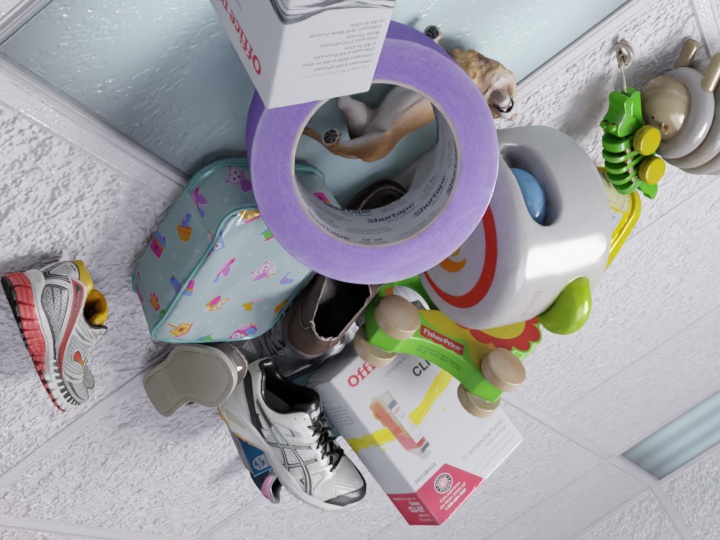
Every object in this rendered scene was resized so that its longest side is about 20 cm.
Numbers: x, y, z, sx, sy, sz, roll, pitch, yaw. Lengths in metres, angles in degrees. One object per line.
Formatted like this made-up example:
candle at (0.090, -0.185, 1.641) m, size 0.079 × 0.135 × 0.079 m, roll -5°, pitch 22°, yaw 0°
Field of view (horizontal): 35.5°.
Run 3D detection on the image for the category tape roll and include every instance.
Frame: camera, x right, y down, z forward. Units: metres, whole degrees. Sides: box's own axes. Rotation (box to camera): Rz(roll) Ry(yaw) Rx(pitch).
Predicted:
tape roll at (0.007, -0.097, 0.913) m, size 0.197 × 0.085 × 0.202 m, roll -4°, pitch 113°, yaw -8°

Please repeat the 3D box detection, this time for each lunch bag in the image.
lunch bag at (-0.114, -0.015, 1.055) m, size 0.159 × 0.077 × 0.200 m, roll -3°, pitch 143°, yaw -43°

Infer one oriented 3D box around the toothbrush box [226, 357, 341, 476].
toothbrush box at (-0.058, 0.159, 1.333) m, size 0.198 × 0.086 × 0.146 m, roll -25°, pitch 179°, yaw -12°

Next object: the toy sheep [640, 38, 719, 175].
toy sheep at (0.381, -0.168, 1.219) m, size 0.198 × 0.139 × 0.138 m, roll 11°, pitch 135°, yaw -27°

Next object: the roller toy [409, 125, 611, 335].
roller toy at (0.131, -0.042, 1.070) m, size 0.138 × 0.200 × 0.185 m, roll -10°, pitch 111°, yaw -29°

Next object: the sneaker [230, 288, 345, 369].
sneaker at (-0.086, 0.075, 1.211) m, size 0.114 × 0.076 × 0.200 m, roll -14°, pitch 163°, yaw -15°

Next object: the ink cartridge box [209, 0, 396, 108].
ink cartridge box at (-0.036, -0.226, 0.705) m, size 0.083 × 0.146 × 0.201 m, roll -15°, pitch 149°, yaw -24°

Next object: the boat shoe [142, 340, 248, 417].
boat shoe at (-0.163, 0.105, 1.169) m, size 0.059 × 0.072 × 0.200 m, roll -30°, pitch -179°, yaw -34°

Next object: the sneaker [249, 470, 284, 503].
sneaker at (-0.060, 0.238, 1.519) m, size 0.199 × 0.082 × 0.070 m, roll -36°, pitch 151°, yaw 12°

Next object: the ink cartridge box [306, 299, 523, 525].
ink cartridge box at (0.059, 0.156, 1.235) m, size 0.145 × 0.201 × 0.083 m, roll -40°, pitch -174°, yaw -24°

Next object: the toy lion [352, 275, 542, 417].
toy lion at (0.102, 0.046, 1.195) m, size 0.198 × 0.193 × 0.069 m, roll 26°, pitch 130°, yaw -12°

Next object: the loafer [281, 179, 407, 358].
loafer at (0.000, 0.000, 1.104) m, size 0.201 × 0.073 × 0.071 m, roll -61°, pitch -161°, yaw -14°

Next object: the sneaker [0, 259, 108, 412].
sneaker at (-0.266, 0.063, 1.040) m, size 0.081 × 0.078 × 0.201 m, roll -22°, pitch 152°, yaw -17°

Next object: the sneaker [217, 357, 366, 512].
sneaker at (-0.061, 0.177, 1.201) m, size 0.088 × 0.200 × 0.076 m, roll -43°, pitch -170°, yaw 34°

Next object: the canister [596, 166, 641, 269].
canister at (0.222, -0.056, 1.251) m, size 0.149 × 0.086 × 0.199 m, roll -58°, pitch 150°, yaw 12°

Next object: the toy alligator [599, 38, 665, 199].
toy alligator at (0.274, -0.145, 1.181) m, size 0.054 × 0.059 × 0.201 m, roll -35°, pitch 129°, yaw -14°

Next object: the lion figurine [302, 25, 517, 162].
lion figurine at (0.043, -0.145, 1.011) m, size 0.198 × 0.073 × 0.123 m, roll -22°, pitch 158°, yaw 10°

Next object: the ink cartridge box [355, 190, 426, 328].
ink cartridge box at (0.061, -0.020, 1.252) m, size 0.199 × 0.047 × 0.198 m, roll -32°, pitch 151°, yaw -1°
